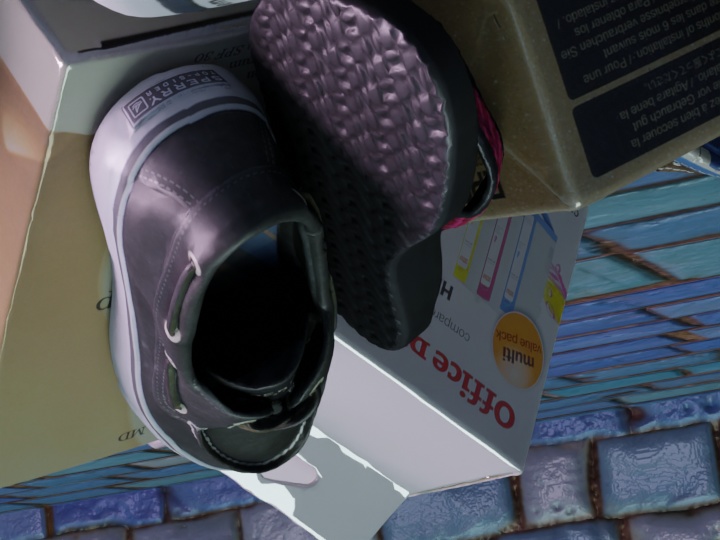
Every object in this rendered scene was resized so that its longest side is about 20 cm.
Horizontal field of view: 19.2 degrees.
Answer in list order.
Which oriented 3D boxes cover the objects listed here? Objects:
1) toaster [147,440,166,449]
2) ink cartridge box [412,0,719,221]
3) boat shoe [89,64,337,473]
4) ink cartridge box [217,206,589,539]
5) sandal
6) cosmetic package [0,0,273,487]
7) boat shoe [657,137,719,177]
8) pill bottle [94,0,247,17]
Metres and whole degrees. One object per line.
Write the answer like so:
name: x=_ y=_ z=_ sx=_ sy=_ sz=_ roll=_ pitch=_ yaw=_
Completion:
toaster: x=-0.059 y=-0.005 z=0.996 sx=0.129 sy=0.201 sz=0.113 roll=24 pitch=150 yaw=-39
ink cartridge box: x=0.056 y=-0.074 z=0.697 sx=0.164 sy=0.075 sz=0.200 roll=-26 pitch=-169 yaw=-31
boat shoe: x=-0.038 y=0.018 z=0.639 sx=0.068 sy=0.057 sz=0.200 roll=-30 pitch=151 yaw=-12
ink cartridge box: x=0.000 y=0.000 z=0.867 sx=0.128 sy=0.201 sz=0.125 roll=36 pitch=145 yaw=-31
sandal: x=0.009 y=-0.035 z=0.596 sx=0.045 sy=0.075 sz=0.200 roll=-38 pitch=166 yaw=-13
cosmetic package: x=-0.080 y=-0.025 z=0.665 sx=0.105 sy=0.071 sz=0.200 roll=-17 pitch=147 yaw=-30
boat shoe: x=0.120 y=-0.083 z=0.997 sx=0.199 sy=0.073 sz=0.072 roll=13 pitch=164 yaw=-37
pill bottle: x=-0.025 y=-0.123 z=0.490 sx=0.199 sy=0.120 sz=0.120 roll=-9 pitch=170 yaw=11
